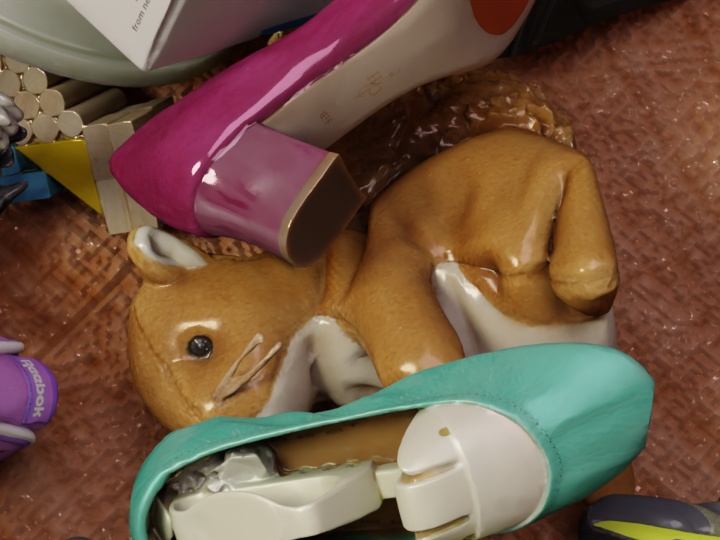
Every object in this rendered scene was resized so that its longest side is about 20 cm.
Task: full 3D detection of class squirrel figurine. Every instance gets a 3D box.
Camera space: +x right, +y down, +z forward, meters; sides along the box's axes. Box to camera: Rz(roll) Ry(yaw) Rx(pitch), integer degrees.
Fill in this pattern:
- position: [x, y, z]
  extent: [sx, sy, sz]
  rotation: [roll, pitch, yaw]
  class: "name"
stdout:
- position: [0.000, 0.000, 1.058]
  extent: [0.186, 0.142, 0.200]
  rotation: [-9, 52, 1]
  class: "squirrel figurine"

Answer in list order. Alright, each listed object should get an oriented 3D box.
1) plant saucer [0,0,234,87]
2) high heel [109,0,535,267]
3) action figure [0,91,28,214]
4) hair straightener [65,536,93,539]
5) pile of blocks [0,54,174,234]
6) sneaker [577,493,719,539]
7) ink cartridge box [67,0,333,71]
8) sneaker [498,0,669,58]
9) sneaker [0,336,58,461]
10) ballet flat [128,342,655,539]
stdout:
- position: [-0.127, -0.159, 1.090]
  extent: [0.200, 0.050, 0.200]
  rotation: [23, 35, -17]
  class: "plant saucer"
- position: [-0.007, -0.093, 1.005]
  extent: [0.096, 0.067, 0.200]
  rotation: [24, 62, 33]
  class: "high heel"
- position: [-0.192, -0.041, 1.010]
  extent: [0.119, 0.102, 0.200]
  rotation: [-35, 112, -13]
  class: "action figure"
- position: [-0.022, 0.138, 1.022]
  extent: [0.200, 0.041, 0.077]
  rotation: [18, 65, 2]
  class: "hair straightener"
- position: [-0.152, -0.083, 1.112]
  extent: [0.200, 0.082, 0.062]
  rotation: [43, 24, 4]
  class: "pile of blocks"
- position: [0.180, 0.102, 1.053]
  extent: [0.200, 0.074, 0.081]
  rotation: [5, 58, -12]
  class: "sneaker"
- position: [-0.088, -0.179, 1.017]
  extent: [0.200, 0.086, 0.146]
  rotation: [42, 35, 20]
  class: "ink cartridge box"
- position: [0.065, -0.156, 1.135]
  extent: [0.199, 0.076, 0.114]
  rotation: [-22, 60, -39]
  class: "sneaker"
- position: [-0.161, 0.033, 0.970]
  extent: [0.114, 0.200, 0.073]
  rotation: [-3, 79, -17]
  class: "sneaker"
- position: [0.007, 0.076, 0.947]
  extent: [0.200, 0.067, 0.070]
  rotation: [-13, 19, 20]
  class: "ballet flat"
